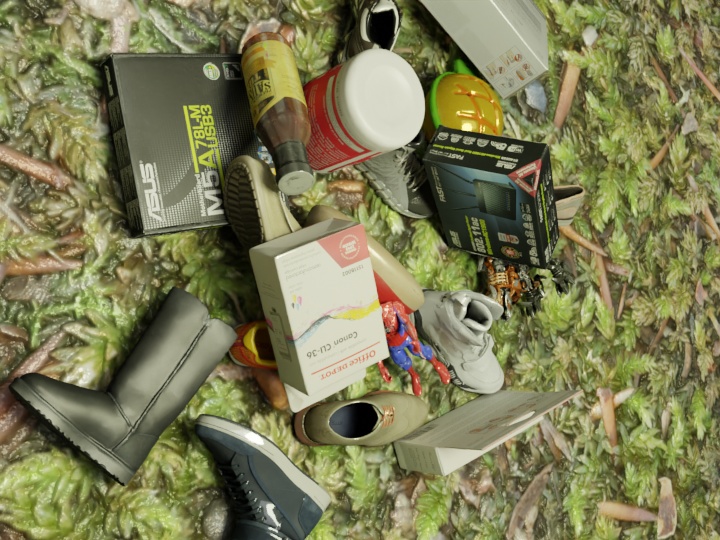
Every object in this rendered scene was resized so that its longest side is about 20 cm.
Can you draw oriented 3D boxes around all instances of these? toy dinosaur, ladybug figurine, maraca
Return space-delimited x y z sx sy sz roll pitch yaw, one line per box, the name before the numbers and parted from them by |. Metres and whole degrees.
toy dinosaur | 0.235 -0.006 1.211 0.135 0.102 0.201 30 71 -13
ladybug figurine | 0.000 0.000 1.021 0.200 0.136 0.072 42 85 -28
maraca | 0.151 -0.226 1.172 0.137 0.106 0.201 52 40 -20

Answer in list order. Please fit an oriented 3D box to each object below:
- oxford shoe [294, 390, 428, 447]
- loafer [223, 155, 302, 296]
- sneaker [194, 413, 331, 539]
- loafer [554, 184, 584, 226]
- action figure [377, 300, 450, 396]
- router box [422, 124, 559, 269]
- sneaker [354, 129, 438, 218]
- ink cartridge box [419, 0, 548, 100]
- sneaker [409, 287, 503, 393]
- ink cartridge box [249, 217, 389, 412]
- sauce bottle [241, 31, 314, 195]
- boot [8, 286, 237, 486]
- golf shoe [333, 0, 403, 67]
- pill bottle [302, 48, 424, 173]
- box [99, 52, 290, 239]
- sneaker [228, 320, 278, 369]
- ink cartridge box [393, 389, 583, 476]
oxford shoe | 0.018 0.190 1.035 0.199 0.074 0.072 -4 83 -37
loafer | -0.099 -0.042 0.942 0.068 0.075 0.202 -32 123 -34
sneaker | -0.133 0.266 0.916 0.202 0.077 0.147 45 58 -24
loafer | 0.265 -0.107 1.247 0.199 0.063 0.072 -3 46 -41
action figure | 0.057 0.109 1.001 0.200 0.065 0.099 53 15 -44
router box | 0.177 -0.094 1.089 0.062 0.149 0.201 -61 150 -25
sneaker | 0.060 -0.142 1.084 0.199 0.115 0.076 37 65 -26
ink cartridge box | 0.187 -0.384 1.212 0.200 0.084 0.176 43 36 -24
sneaker | 0.154 0.099 1.121 0.200 0.115 0.075 47 61 -21
ink cartridge box | -0.039 0.056 0.912 0.116 0.067 0.202 -23 111 -29
sauce bottle | -0.089 -0.176 0.912 0.066 0.066 0.201 9 50 -34
boot | -0.242 0.097 0.865 0.165 0.065 0.201 51 62 -29
golf shoe | 0.027 -0.350 1.103 0.077 0.094 0.202 16 73 -32
pill bottle | -0.025 -0.179 0.976 0.111 0.199 0.114 5 81 -35
box | -0.186 -0.148 0.950 0.192 0.047 0.202 -10 90 -40
sneaker | -0.061 0.095 0.990 0.199 0.077 0.074 0 84 -36
ink cartridge box | 0.171 0.210 1.081 0.199 0.176 0.045 -19 95 -35
